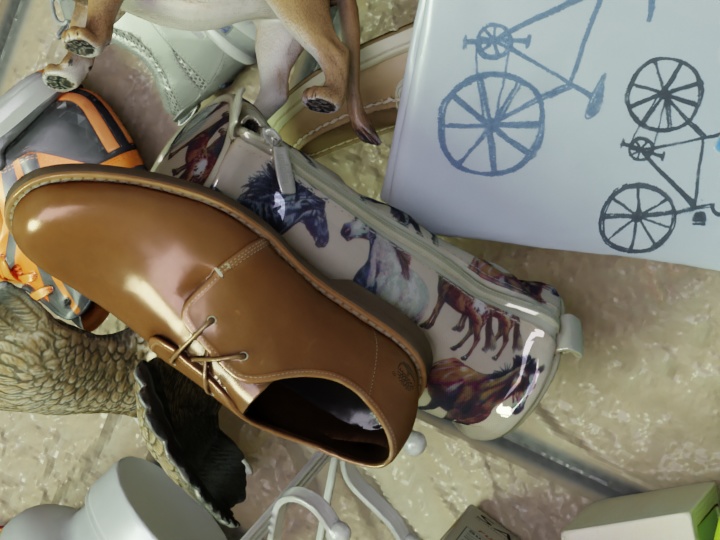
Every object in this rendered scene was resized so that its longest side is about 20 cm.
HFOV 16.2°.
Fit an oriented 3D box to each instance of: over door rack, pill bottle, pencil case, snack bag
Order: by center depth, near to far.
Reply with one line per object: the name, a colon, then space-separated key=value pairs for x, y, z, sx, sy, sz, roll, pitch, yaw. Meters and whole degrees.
pencil case: x=0.000 y=0.000 z=1.129 sx=0.200 sy=0.078 sz=0.089 roll=30 pitch=146 yaw=-16
snack bag: x=0.121 y=-0.091 z=1.132 sx=0.200 sy=0.021 sz=0.189 roll=8 pitch=117 yaw=-4
over door rack: x=-0.040 y=0.168 z=1.161 sx=0.067 sy=0.148 sz=0.200 roll=36 pitch=137 yaw=9
pill bottle: x=-0.157 y=0.186 z=1.239 sx=0.200 sy=0.112 sz=0.112 roll=-44 pitch=83 yaw=13

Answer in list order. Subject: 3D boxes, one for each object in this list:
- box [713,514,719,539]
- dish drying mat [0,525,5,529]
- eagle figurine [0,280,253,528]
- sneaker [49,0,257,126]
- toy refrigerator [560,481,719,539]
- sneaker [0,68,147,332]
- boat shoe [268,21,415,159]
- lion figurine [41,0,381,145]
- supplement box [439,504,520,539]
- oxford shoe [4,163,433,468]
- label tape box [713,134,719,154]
box: x=0.203 y=0.048 z=1.122 sx=0.048 sy=0.122 sz=0.200 roll=16 pitch=101 yaw=17
dish drying mat: x=-0.149 y=0.226 z=1.308 sx=0.077 sy=0.018 sz=0.200 roll=-11 pitch=92 yaw=16
eagle figurine: x=-0.099 y=0.046 z=1.169 sx=0.152 sy=0.200 sz=0.151 roll=-26 pitch=96 yaw=36
sneaker: x=-0.136 y=-0.152 z=1.229 sx=0.200 sy=0.075 sz=0.082 roll=41 pitch=104 yaw=8
toy refrigerator: x=0.153 y=0.206 z=1.181 sx=0.070 sy=0.076 sz=0.200 roll=-12 pitch=92 yaw=18
sneaker: x=-0.185 y=0.001 z=1.262 sx=0.200 sy=0.078 sz=0.112 roll=-42 pitch=82 yaw=17
boat shoe: x=0.052 y=-0.087 z=1.180 sx=0.200 sy=0.074 sz=0.066 roll=-22 pitch=84 yaw=18
lion figurine: x=-0.074 y=-0.133 z=1.154 sx=0.200 sy=0.072 sz=0.123 roll=18 pitch=62 yaw=-8
supplement box: x=0.024 y=0.196 z=1.154 sx=0.073 sy=0.200 sz=0.126 roll=37 pitch=104 yaw=6
oxford shoe: x=-0.060 y=0.019 z=1.060 sx=0.200 sy=0.071 sz=0.071 roll=27 pitch=129 yaw=-12
label tape box: x=0.238 y=-0.095 z=1.063 sx=0.143 sy=0.066 sz=0.200 roll=33 pitch=81 yaw=-14
